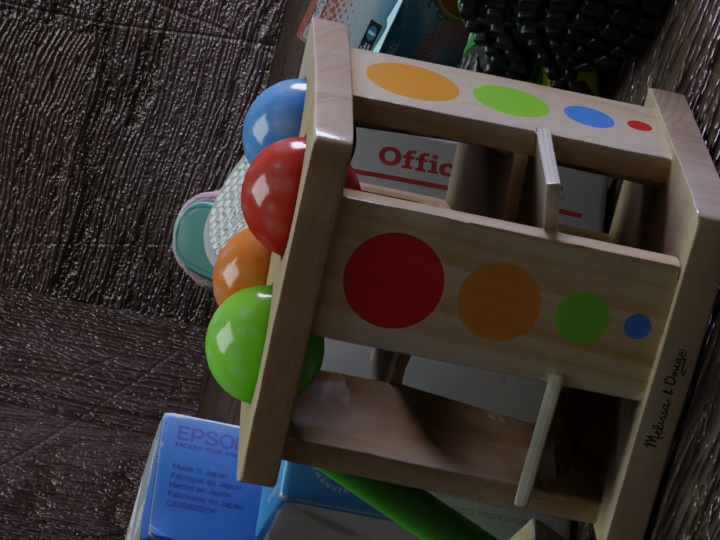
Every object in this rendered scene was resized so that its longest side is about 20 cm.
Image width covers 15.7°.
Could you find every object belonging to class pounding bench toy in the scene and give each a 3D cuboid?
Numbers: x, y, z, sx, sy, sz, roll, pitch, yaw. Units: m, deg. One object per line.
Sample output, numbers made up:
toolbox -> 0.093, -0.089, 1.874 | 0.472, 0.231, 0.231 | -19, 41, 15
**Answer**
pounding bench toy -> 0.021, 0.035, 0.906 | 0.124, 0.155, 0.201 | -93, 15, -66

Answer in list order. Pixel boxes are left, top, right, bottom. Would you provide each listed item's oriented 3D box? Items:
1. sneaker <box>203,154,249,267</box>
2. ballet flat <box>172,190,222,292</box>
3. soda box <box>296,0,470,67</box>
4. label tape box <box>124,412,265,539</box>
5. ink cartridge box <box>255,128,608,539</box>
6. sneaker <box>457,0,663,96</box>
sneaker -> 0.000, 0.000, 1.287 | 0.076, 0.104, 0.200 | -60, 30, -4
ballet flat -> -0.009, 0.011, 1.364 | 0.071, 0.199, 0.069 | 1, -69, -58
soda box -> 0.050, -0.173, 1.157 | 0.068, 0.063, 0.201 | 39, 107, 51
label tape box -> -0.035, 0.144, 1.130 | 0.200, 0.143, 0.064 | 112, 167, -57
ink cartridge box -> 0.032, 0.014, 1.038 | 0.068, 0.115, 0.201 | 117, 162, -67
sneaker -> 0.076, -0.124, 1.055 | 0.200, 0.078, 0.086 | 118, 163, -72
